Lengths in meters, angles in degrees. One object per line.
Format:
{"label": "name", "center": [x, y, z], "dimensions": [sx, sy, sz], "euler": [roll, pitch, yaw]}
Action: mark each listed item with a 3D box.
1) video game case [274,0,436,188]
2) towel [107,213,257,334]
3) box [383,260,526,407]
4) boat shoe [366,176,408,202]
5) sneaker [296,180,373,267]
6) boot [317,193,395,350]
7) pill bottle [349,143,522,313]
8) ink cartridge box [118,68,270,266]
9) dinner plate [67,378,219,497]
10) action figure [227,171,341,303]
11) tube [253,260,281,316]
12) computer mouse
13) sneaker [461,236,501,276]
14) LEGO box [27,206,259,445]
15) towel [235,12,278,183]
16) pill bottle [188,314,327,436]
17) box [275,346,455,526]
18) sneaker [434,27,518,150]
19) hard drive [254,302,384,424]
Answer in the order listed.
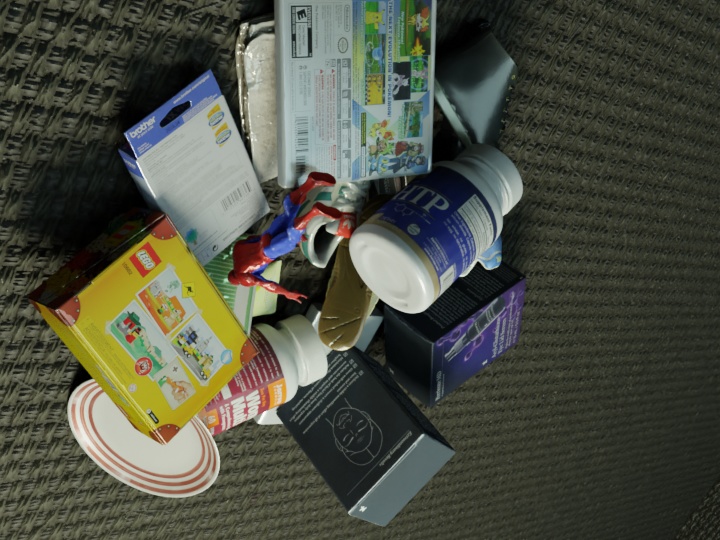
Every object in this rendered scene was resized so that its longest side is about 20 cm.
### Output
{"label": "video game case", "center": [-0.003, -0.195, 0.992], "dimensions": [0.182, 0.022, 0.201], "euler": [-8, 110, -25]}
{"label": "towel", "center": [-0.202, 0.021, 1.062], "dimensions": [0.200, 0.023, 0.153], "euler": [6, 94, -43]}
{"label": "box", "center": [0.139, 0.080, 1.385], "dimensions": [0.200, 0.104, 0.148], "euler": [-33, 142, -26]}
{"label": "boat shoe", "center": [0.030, -0.135, 1.147], "dimensions": [0.067, 0.057, 0.200], "euler": [-32, 141, -14]}
{"label": "sneaker", "center": [-0.011, -0.087, 1.075], "dimensions": [0.070, 0.094, 0.200], "euler": [15, 127, -34]}
{"label": "boot", "center": [0.000, 0.000, 1.192], "dimensions": [0.155, 0.072, 0.201], "euler": [-119, -130, -89]}
{"label": "pill bottle", "center": [0.093, -0.056, 1.078], "dimensions": [0.200, 0.120, 0.120], "euler": [-43, 145, -27]}
{"label": "ink cartridge box", "center": [-0.175, -0.104, 0.984], "dimensions": [0.119, 0.042, 0.200], "euler": [-43, 142, -23]}
{"label": "dinner plate", "center": [-0.259, 0.198, 1.126], "dimensions": [0.024, 0.199, 0.201], "euler": [-66, 166, -49]}
{"label": "action figure", "center": [-0.072, -0.027, 1.037], "dimensions": [0.099, 0.065, 0.200], "euler": [15, 144, -37]}
{"label": "tube", "center": [-0.180, 0.038, 1.130], "dimensions": [0.200, 0.052, 0.058], "euler": [-13, 167, -39]}
{"label": "computer mouse", "center": [0.139, -0.220, 1.186], "dimensions": [0.058, 0.034, 0.200], "euler": [-18, 135, -28]}
{"label": "sneaker", "center": [0.099, -0.023, 1.226], "dimensions": [0.200, 0.077, 0.076], "euler": [-16, 178, 44]}
{"label": "LEGO box", "center": [-0.223, 0.058, 0.984], "dimensions": [0.149, 0.077, 0.200], "euler": [-45, 123, -25]}
{"label": "towel", "center": [-0.070, -0.194, 1.023], "dimensions": [0.132, 0.034, 0.200], "euler": [-23, 137, -24]}
{"label": "pill bottle", "center": [-0.149, 0.134, 1.192], "dimensions": [0.200, 0.110, 0.110], "euler": [-22, 137, -25]}
{"label": "box", "center": [0.005, 0.225, 1.299], "dimensions": [0.148, 0.200, 0.107], "euler": [-46, 142, 4]}
{"label": "sneaker", "center": [0.165, -0.193, 1.147], "dimensions": [0.106, 0.075, 0.200], "euler": [-33, 123, 10]}
{"label": "hard drive", "center": [-0.060, 0.136, 1.341], "dimensions": [0.132, 0.026, 0.200], "euler": [7, 120, -45]}
